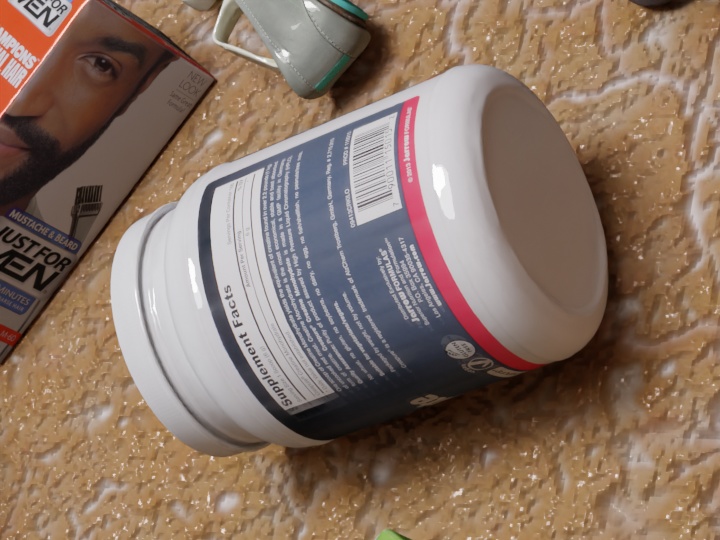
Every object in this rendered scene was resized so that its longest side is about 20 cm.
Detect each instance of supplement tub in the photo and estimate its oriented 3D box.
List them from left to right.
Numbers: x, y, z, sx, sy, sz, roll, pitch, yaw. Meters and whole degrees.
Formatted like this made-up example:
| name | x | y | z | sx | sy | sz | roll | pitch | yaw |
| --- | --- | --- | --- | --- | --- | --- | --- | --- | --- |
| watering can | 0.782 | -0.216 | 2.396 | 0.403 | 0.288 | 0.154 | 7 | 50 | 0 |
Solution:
| name | x | y | z | sx | sy | sz | roll | pitch | yaw |
| --- | --- | --- | --- | --- | --- | --- | --- | --- | --- |
| supplement tub | 0.000 | 0.000 | 1.140 | 0.200 | 0.140 | 0.140 | -21 | 58 | 28 |

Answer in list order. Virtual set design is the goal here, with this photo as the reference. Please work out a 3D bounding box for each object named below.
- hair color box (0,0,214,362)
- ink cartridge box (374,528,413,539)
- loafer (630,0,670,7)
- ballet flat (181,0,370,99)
| name | x | y | z | sx | sy | sz | roll | pitch | yaw |
| --- | --- | --- | --- | --- | --- | --- | --- | --- | --- |
| hair color box | -0.184 | -0.058 | 1.324 | 0.200 | 0.111 | 0.064 | -54 | 50 | 5 |
| ink cartridge box | 0.016 | 0.237 | 1.063 | 0.148 | 0.076 | 0.200 | 39 | 96 | 40 |
| loafer | 0.099 | -0.210 | 1.209 | 0.073 | 0.071 | 0.200 | -48 | 50 | 8 |
| ballet flat | -0.069 | -0.156 | 1.315 | 0.064 | 0.067 | 0.200 | -55 | 48 | 12 |
